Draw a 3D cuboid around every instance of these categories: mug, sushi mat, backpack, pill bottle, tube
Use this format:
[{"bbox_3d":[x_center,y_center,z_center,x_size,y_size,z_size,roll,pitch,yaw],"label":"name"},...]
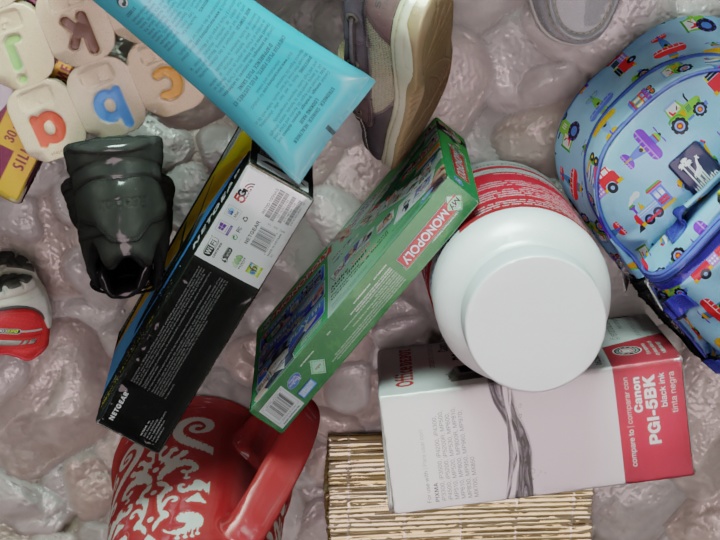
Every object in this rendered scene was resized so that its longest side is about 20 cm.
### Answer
[{"bbox_3d":[-0.109,0.168,1.181,0.133,0.200,0.179,13,110,-5],"label":"mug"},{"bbox_3d":[0.072,0.161,1.282,0.199,0.012,0.096,-2,111,-1],"label":"sushi mat"},{"bbox_3d":[0.232,-0.056,1.141,0.182,0.135,0.200,-41,103,12],"label":"backpack"},{"bbox_3d":[0.097,0.004,1.120,0.111,0.200,0.113,-1,106,-3],"label":"pill bottle"},{"bbox_3d":[-0.089,-0.140,1.025,0.200,0.050,0.078,37,93,-16],"label":"tube"}]

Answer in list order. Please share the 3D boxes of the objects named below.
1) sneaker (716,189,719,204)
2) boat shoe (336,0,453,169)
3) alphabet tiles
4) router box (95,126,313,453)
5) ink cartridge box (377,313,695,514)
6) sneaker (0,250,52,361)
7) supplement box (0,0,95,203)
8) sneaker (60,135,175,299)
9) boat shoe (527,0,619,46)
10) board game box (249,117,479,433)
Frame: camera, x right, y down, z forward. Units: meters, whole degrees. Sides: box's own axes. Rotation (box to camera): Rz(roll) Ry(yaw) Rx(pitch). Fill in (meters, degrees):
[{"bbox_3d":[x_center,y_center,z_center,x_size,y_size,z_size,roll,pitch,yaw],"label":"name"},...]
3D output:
[{"bbox_3d":[0.315,-0.047,1.038,0.199,0.074,0.085,14,99,-9],"label":"sneaker"},{"bbox_3d":[0.017,-0.130,1.101,0.065,0.200,0.072,28,72,9],"label":"boat shoe"},{"bbox_3d":[-0.178,-0.171,1.043,0.199,0.015,0.197,-20,110,6],"label":"alphabet tiles"},{"bbox_3d":[-0.099,0.000,1.146,0.051,0.149,0.201,29,107,-12],"label":"router box"},{"bbox_3d":[0.111,0.094,1.182,0.199,0.147,0.083,-8,99,1],"label":"ink cartridge box"},{"bbox_3d":[-0.308,0.051,1.203,0.199,0.077,0.085,-10,117,4],"label":"sneaker"},{"bbox_3d":[-0.269,-0.154,1.110,0.199,0.103,0.131,26,108,-10],"label":"supplement box"},{"bbox_3d":[-0.152,-0.024,1.109,0.075,0.200,0.091,-7,82,-2],"label":"sneaker"},{"bbox_3d":[0.149,-0.238,1.106,0.074,0.065,0.203,11,110,-5],"label":"boat shoe"},{"bbox_3d":[0.000,0.000,1.156,0.029,0.135,0.200,37,106,-13],"label":"board game box"}]
